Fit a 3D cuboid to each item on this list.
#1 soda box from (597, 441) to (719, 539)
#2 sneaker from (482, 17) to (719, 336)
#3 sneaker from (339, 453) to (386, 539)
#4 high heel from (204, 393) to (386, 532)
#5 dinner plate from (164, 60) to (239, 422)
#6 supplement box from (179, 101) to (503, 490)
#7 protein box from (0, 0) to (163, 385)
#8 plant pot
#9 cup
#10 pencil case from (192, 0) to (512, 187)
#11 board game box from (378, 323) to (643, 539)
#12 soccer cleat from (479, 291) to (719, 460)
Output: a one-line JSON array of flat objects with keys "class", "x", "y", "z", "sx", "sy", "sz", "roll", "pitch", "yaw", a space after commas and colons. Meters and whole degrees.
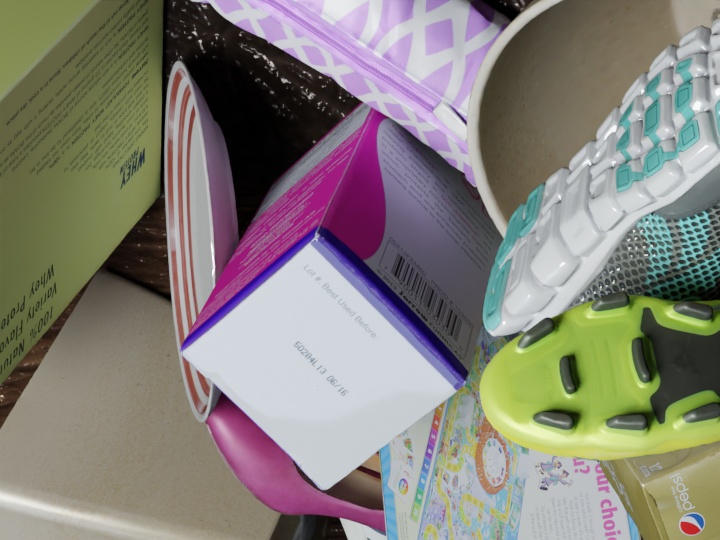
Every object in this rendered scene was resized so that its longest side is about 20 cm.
[{"class": "soda box", "x": 0.142, "y": 0.070, "z": 0.835, "sx": 0.067, "sy": 0.200, "sz": 0.064, "roll": -22, "pitch": 110, "yaw": 0}, {"class": "sneaker", "x": 0.131, "y": -0.024, "z": 0.704, "sx": 0.091, "sy": 0.078, "sz": 0.200, "roll": 25, "pitch": 145, "yaw": -14}, {"class": "sneaker", "x": 0.037, "y": 0.152, "z": 1.140, "sx": 0.084, "sy": 0.075, "sz": 0.201, "roll": -5, "pitch": 130, "yaw": 29}, {"class": "high heel", "x": 0.004, "y": 0.113, "z": 1.048, "sx": 0.200, "sy": 0.068, "sz": 0.096, "roll": 36, "pitch": 124, "yaw": -24}, {"class": "dinner plate", "x": -0.088, "y": -0.017, "z": 0.997, "sx": 0.024, "sy": 0.201, "sz": 0.201, "roll": -5, "pitch": 138, "yaw": -12}, {"class": "supplement box", "x": 0.000, "y": 0.000, "z": 0.905, "sx": 0.101, "sy": 0.200, "sz": 0.103, "roll": 45, "pitch": 118, "yaw": -12}, {"class": "protein box", "x": -0.215, "y": -0.078, "z": 0.985, "sx": 0.134, "sy": 0.199, "sz": 0.201, "roll": 23, "pitch": 139, "yaw": 14}, {"class": "plant pot", "x": -0.120, "y": 0.153, "z": 1.159, "sx": 0.176, "sy": 0.200, "sz": 0.201, "roll": 14, "pitch": 136, "yaw": 13}, {"class": "cup", "x": 0.165, "y": -0.079, "z": 0.777, "sx": 0.199, "sy": 0.143, "sz": 0.201, "roll": 19, "pitch": 138, "yaw": 18}, {"class": "pencil case", "x": 0.007, "y": -0.118, "z": 0.889, "sx": 0.199, "sy": 0.086, "sz": 0.084, "roll": 33, "pitch": 136, "yaw": 3}, {"class": "board game box", "x": 0.079, "y": 0.113, "z": 0.951, "sx": 0.134, "sy": 0.201, "sz": 0.034, "roll": -11, "pitch": 150, "yaw": 12}, {"class": "soccer cleat", "x": 0.141, "y": 0.041, "z": 0.681, "sx": 0.199, "sy": 0.065, "sz": 0.084, "roll": -13, "pitch": 152, "yaw": -11}]
